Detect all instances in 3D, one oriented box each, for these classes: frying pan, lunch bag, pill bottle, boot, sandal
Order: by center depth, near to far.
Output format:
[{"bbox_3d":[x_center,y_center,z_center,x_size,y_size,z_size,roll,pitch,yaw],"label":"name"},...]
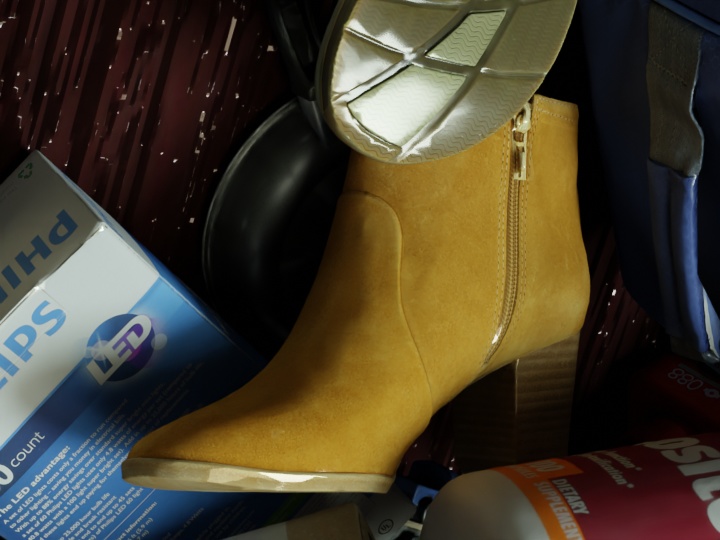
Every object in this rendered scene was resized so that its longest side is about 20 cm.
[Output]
[{"bbox_3d":[0.127,0.109,0.733,0.199,0.113,0.114,-7,120,-20],"label":"pill bottle"},{"bbox_3d":[0.037,-0.122,0.735,0.080,0.054,0.201,33,68,-31],"label":"sandal"},{"bbox_3d":[0.001,0.000,0.737,0.200,0.071,0.145,-2,90,-43],"label":"boot"},{"bbox_3d":[0.001,-0.050,0.788,0.114,0.031,0.191,-9,123,-32],"label":"frying pan"},{"bbox_3d":[0.158,-0.039,0.795,0.132,0.136,0.201,-28,130,-18],"label":"lunch bag"}]

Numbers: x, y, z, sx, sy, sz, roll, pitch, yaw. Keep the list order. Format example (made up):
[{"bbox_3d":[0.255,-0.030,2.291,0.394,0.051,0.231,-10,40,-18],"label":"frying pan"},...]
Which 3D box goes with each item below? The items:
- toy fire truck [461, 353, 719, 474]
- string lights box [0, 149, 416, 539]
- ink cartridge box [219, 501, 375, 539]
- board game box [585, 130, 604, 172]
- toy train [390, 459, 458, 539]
[{"bbox_3d":[0.145,0.099,0.863,0.199,0.176,0.129,-28,130,-29],"label":"toy fire truck"},{"bbox_3d":[-0.077,0.060,0.769,0.103,0.059,0.200,-45,132,-1],"label":"string lights box"},{"bbox_3d":[-0.067,0.179,0.775,0.199,0.075,0.165,-16,136,5],"label":"ink cartridge box"},{"bbox_3d":[0.195,-0.090,0.902,0.199,0.028,0.136,7,110,-38],"label":"board game box"},{"bbox_3d":[0.062,0.113,0.909,0.199,0.034,0.046,22,89,-49],"label":"toy train"}]
